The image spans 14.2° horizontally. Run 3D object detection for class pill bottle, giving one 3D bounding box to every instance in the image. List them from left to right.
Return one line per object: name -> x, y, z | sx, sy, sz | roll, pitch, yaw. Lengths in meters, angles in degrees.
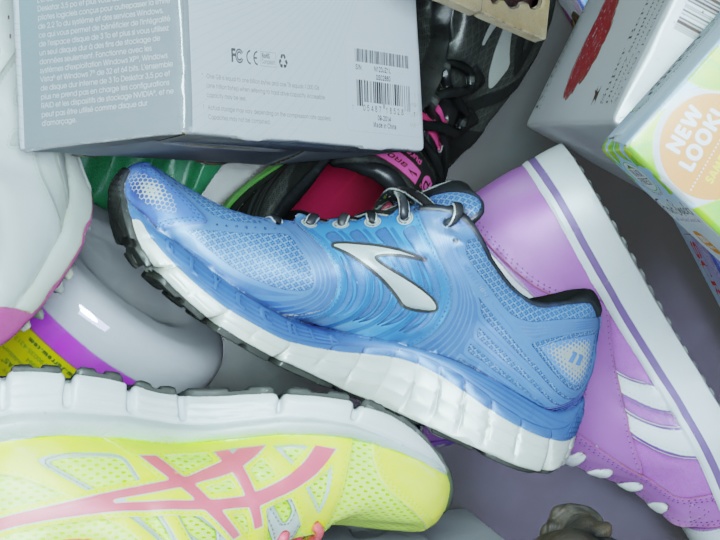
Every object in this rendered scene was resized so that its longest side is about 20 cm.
pill bottle -> -0.150, 0.072, 1.114 | 0.104, 0.104, 0.200 | 40, 106, -5

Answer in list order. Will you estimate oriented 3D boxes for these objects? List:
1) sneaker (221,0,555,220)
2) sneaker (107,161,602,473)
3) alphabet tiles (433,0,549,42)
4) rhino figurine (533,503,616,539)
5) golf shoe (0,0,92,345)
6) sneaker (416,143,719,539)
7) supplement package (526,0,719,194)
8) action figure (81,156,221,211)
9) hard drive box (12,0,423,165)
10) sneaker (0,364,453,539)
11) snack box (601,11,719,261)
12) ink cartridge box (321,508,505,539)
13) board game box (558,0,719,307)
sneaker -> 0.018, -0.051, 1.146 | 0.077, 0.084, 0.201 | 35, 91, -26
sneaker -> 0.000, 0.000, 1.068 | 0.199, 0.079, 0.090 | 23, 90, -16
alphabet tiles -> 0.040, -0.193, 1.067 | 0.167, 0.008, 0.201 | 19, 70, -37
rhino figurine -> 0.021, 0.160, 1.009 | 0.200, 0.087, 0.060 | -39, 95, -5
golf shoe -> -0.139, -0.058, 1.038 | 0.075, 0.201, 0.092 | -18, 133, 26
sneaker -> 0.081, 0.057, 1.158 | 0.114, 0.073, 0.201 | -34, 110, 0
supplement package -> 0.151, -0.079, 1.065 | 0.119, 0.200, 0.122 | 27, 89, -6
action figure -> -0.090, -0.061, 1.154 | 0.117, 0.055, 0.201 | 16, 98, -4
hard drive box -> -0.051, -0.142, 1.040 | 0.076, 0.156, 0.202 | -4, 87, 32
sneaker -> -0.060, 0.089, 1.026 | 0.199, 0.078, 0.091 | 5, 72, -22
snack box -> 0.198, -0.068, 0.943 | 0.142, 0.053, 0.200 | 42, 88, -4
ink cartridge box -> -0.010, 0.202, 1.124 | 0.144, 0.145, 0.202 | -4, 91, -6
board game box -> 0.214, -0.076, 1.193 | 0.199, 0.041, 0.201 | -29, 94, -4
